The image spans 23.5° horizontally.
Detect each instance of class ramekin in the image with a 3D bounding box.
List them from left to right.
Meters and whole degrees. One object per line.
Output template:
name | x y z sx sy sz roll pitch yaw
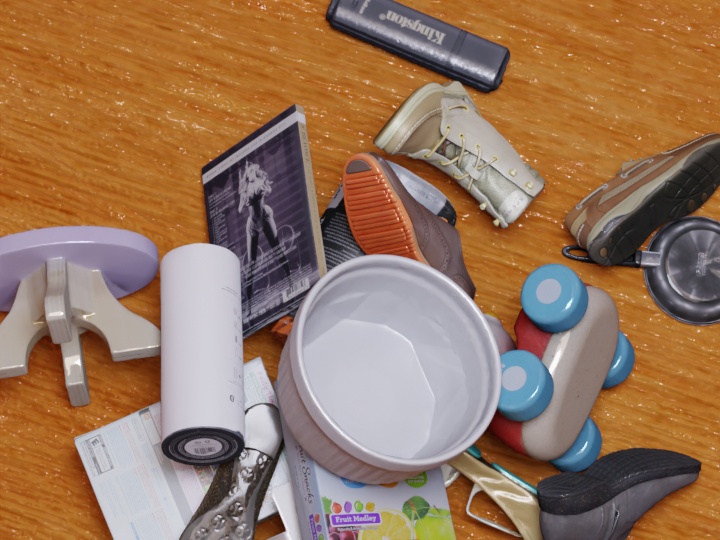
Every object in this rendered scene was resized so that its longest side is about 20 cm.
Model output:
ramekin | 0.018 0.097 1.566 0.199 0.105 0.202 10 62 -19

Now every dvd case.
dvd case | -0.096 -0.044 1.703 0.016 0.148 0.201 15 56 -42

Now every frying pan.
frying pan | 0.315 -0.021 1.773 0.189 0.031 0.115 30 76 3

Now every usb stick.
usb stick | 0.061 -0.245 1.816 0.199 0.033 0.056 23 78 5

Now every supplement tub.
supplement tub | 0.000 0.000 1.709 0.122 0.123 0.201 29 77 6

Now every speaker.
speaker | -0.149 0.077 1.631 0.080 0.081 0.201 -3 59 -2

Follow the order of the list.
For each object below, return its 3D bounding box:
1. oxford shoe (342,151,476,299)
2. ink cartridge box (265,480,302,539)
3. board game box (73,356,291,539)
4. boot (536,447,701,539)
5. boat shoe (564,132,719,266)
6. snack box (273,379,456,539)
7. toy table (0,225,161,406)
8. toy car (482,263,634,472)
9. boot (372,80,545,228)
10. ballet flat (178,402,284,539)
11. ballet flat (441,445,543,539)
oxford shoe | 0.047 -0.035 1.634 0.073 0.071 0.201 -47 121 -37
ink cartridge box | -0.014 0.290 1.643 0.116 0.067 0.201 -16 80 -29
board game box | -0.159 0.193 1.689 0.199 0.064 0.148 -23 79 -5
boot | 0.248 0.253 1.683 0.199 0.070 0.133 -11 105 -29
boat shoe | 0.291 -0.086 1.762 0.199 0.076 0.074 -33 49 -21
snack box | 0.006 0.189 1.617 0.141 0.053 0.201 4 63 -32
toy table | -0.290 0.041 1.677 0.198 0.184 0.118 -14 60 4
toy car | 0.137 0.080 1.694 0.199 0.184 0.178 16 74 32
boot | 0.103 -0.109 1.713 0.155 0.200 0.072 49 114 7
ballet flat | -0.123 0.219 1.634 0.067 0.046 0.201 22 83 -6
ballet flat | 0.109 0.202 1.694 0.199 0.069 0.063 37 92 8
